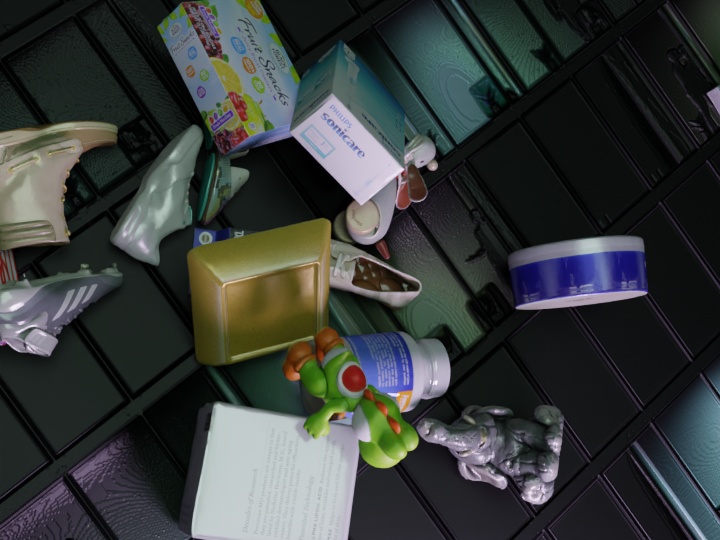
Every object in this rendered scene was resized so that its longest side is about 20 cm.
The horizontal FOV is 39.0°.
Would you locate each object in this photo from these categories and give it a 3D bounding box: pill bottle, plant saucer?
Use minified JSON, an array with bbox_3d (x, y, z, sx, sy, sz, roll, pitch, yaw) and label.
[{"bbox_3d":[0.022,0.144,1.411,0.196,0.112,0.115,-3,80,-25],"label":"pill bottle"},{"bbox_3d":[-0.124,0.043,1.355,0.196,0.203,0.049,-14,42,-19],"label":"plant saucer"}]

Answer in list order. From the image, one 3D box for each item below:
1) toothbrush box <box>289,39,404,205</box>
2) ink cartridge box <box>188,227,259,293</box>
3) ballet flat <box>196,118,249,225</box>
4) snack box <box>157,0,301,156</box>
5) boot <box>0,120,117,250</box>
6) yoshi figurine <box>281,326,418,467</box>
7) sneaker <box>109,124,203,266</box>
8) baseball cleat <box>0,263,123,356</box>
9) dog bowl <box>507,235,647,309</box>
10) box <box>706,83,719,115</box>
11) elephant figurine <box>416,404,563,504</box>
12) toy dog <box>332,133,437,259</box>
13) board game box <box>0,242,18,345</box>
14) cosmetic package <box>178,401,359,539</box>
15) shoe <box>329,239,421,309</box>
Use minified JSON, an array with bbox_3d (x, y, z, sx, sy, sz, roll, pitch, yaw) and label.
[{"bbox_3d":[-0.013,-0.209,1.411,0.085,0.201,0.146,-37,115,22],"label":"toothbrush box"},{"bbox_3d":[-0.140,-0.004,1.438,0.196,0.037,0.097,7,78,-14],"label":"ink cartridge box"},{"bbox_3d":[-0.191,-0.162,1.437,0.070,0.069,0.204,6,75,-24],"label":"ballet flat"},{"bbox_3d":[-0.168,-0.276,1.423,0.168,0.067,0.203,-25,88,-53],"label":"snack box"},{"bbox_3d":[-0.401,-0.114,1.352,0.198,0.072,0.159,-16,93,-41],"label":"boot"},{"bbox_3d":[-0.008,0.171,1.263,0.113,0.112,0.200,-50,60,7],"label":"yoshi figurine"},{"bbox_3d":[-0.261,-0.102,1.408,0.088,0.075,0.202,34,78,-21],"label":"sneaker"},{"bbox_3d":[-0.389,0.052,1.311,0.198,0.069,0.109,-11,96,-47],"label":"baseball cleat"},{"bbox_3d":[0.317,0.005,1.486,0.196,0.200,0.081,-4,83,-17],"label":"dog bowl"},{"bbox_3d":[0.706,-0.293,1.748,0.198,0.036,0.146,-32,90,-21],"label":"box"},{"bbox_3d":[0.184,0.242,1.447,0.196,0.157,0.143,8,39,11],"label":"elephant figurine"},{"bbox_3d":[0.051,-0.097,1.468,0.096,0.132,0.200,45,97,-4],"label":"toy dog"},{"bbox_3d":[-0.490,-0.010,1.269,0.045,0.151,0.204,-14,84,11],"label":"board game box"},{"bbox_3d":[-0.121,0.271,1.321,0.196,0.165,0.169,12,76,-14],"label":"cosmetic package"},{"bbox_3d":[0.000,0.000,1.444,0.197,0.053,0.071,21,70,-27],"label":"shoe"}]
